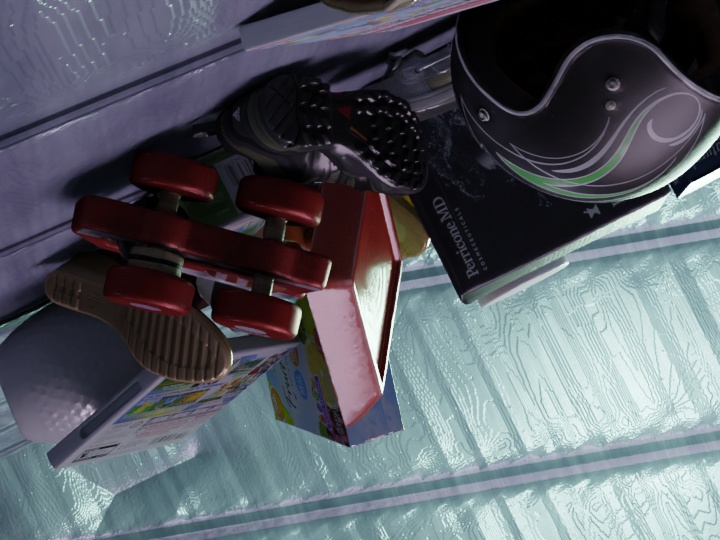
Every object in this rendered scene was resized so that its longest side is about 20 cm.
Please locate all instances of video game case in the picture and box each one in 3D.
[{"bbox_3d":[0.032,-0.172,1.318,0.142,0.018,0.200,-12,-177,30],"label":"video game case"},{"bbox_3d":[-0.174,0.119,1.929,0.182,0.022,0.200,-40,163,28],"label":"video game case"}]

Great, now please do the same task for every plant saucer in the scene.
[{"bbox_3d":[0.000,0.000,1.773,0.036,0.200,0.201,-1,139,13],"label":"plant saucer"}]

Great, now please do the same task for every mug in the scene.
[{"bbox_3d":[-0.274,0.084,2.052,0.175,0.148,0.200,-22,-154,-7],"label":"mug"}]

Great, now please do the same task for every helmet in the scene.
[{"bbox_3d":[0.170,-0.144,1.510,0.190,0.201,0.200,-32,173,37],"label":"helmet"}]

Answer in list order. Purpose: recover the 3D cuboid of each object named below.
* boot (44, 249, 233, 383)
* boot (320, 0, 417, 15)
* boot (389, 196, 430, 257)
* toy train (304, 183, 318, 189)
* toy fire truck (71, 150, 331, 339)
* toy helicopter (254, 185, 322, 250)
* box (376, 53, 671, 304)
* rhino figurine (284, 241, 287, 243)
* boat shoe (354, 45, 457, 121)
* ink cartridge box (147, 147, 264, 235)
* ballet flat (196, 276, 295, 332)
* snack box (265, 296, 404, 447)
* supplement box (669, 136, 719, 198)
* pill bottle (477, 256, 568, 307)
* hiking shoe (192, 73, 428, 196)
[{"bbox_3d":[-0.163,0.030,1.813,0.166,0.199,0.073,-15,128,-62],"label":"boot"},{"bbox_3d":[0.075,-0.198,1.106,0.154,0.072,0.200,-24,-178,-34],"label":"boot"},{"bbox_3d":[0.050,-0.074,2.065,0.143,0.071,0.201,-15,-155,-34],"label":"boot"},{"bbox_3d":[-0.047,-0.100,1.832,0.046,0.034,0.200,-37,176,3],"label":"toy train"},{"bbox_3d":[-0.123,-0.014,1.556,0.199,0.113,0.168,13,171,-14],"label":"toy fire truck"},{"bbox_3d":[-0.081,-0.037,1.906,0.199,0.079,0.132,-3,-164,-31],"label":"toy helicopter"},{"bbox_3d":[0.133,-0.103,1.754,0.199,0.197,0.117,-26,175,2],"label":"box"},{"bbox_3d":[-0.134,-0.026,2.000,0.199,0.060,0.087,-22,178,-34],"label":"rhino figurine"},{"bbox_3d":[0.071,-0.164,1.621,0.201,0.065,0.074,-23,177,-1],"label":"boat shoe"},{"bbox_3d":[-0.132,-0.048,1.737,0.103,0.060,0.200,-25,175,-25],"label":"ink cartridge box"},{"bbox_3d":[-0.106,0.014,1.793,0.073,0.073,0.200,-27,177,12],"label":"ballet flat"},{"bbox_3d":[-0.040,0.074,2.019,0.067,0.170,0.200,-16,-171,-20],"label":"snack box"},{"bbox_3d":[0.304,-0.196,1.664,0.199,0.201,0.134,-27,175,2],"label":"supplement box"},{"bbox_3d":[0.112,-0.075,1.947,0.115,0.201,0.116,-26,175,-2],"label":"pill bottle"},{"bbox_3d":[-0.032,-0.099,1.544,0.100,0.076,0.200,-9,162,39],"label":"hiking shoe"}]
